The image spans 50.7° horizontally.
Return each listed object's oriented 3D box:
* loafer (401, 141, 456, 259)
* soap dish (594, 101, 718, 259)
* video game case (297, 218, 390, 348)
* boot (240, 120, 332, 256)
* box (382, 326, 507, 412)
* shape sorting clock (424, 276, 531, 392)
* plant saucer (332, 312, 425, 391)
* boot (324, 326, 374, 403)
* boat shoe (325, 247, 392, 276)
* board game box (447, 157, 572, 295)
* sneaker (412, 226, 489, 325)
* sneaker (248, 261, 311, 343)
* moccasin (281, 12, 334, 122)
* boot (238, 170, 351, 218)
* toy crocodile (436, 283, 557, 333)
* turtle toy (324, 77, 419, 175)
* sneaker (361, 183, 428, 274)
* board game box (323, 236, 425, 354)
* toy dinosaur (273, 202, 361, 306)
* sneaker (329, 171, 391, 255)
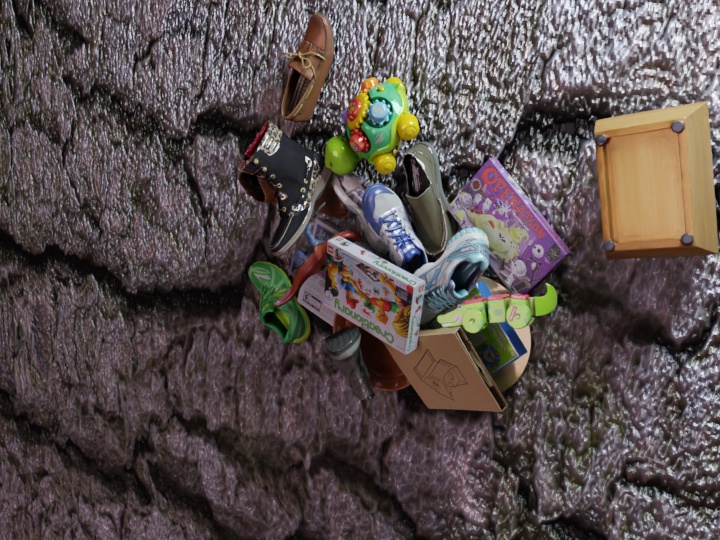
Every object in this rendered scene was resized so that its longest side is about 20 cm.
[{"bbox_3d":[0.108,-0.117,1.305,0.074,0.069,0.206,-16,88,40],"label":"loafer"},{"bbox_3d":[0.402,-0.117,1.051,0.154,0.080,0.206,-2,98,40],"label":"soap dish"},{"bbox_3d":[-0.033,0.023,1.481,0.198,0.023,0.187,31,117,33],"label":"video game case"},{"bbox_3d":[-0.146,-0.145,1.334,0.073,0.149,0.203,8,67,61],"label":"boot"},{"bbox_3d":[0.140,0.170,1.289,0.198,0.021,0.165,-12,116,55],"label":"box"},{"bbox_3d":[0.198,0.111,1.292,0.196,0.039,0.206,7,103,34],"label":"shape sorting clock"},{"bbox_3d":[0.040,0.123,1.411,0.195,0.032,0.206,10,111,26],"label":"plant saucer"},{"bbox_3d":[-0.007,0.171,1.343,0.066,0.200,0.133,-27,91,-4],"label":"boot"},{"bbox_3d":[-0.002,0.002,1.361,0.198,0.073,0.069,20,137,54],"label":"boat shoe"},{"bbox_3d":[0.238,-0.067,1.235,0.120,0.032,0.202,-47,68,31],"label":"board game box"},{"bbox_3d":[0.136,0.024,1.237,0.201,0.076,0.087,-53,24,28],"label":"sneaker"},{"bbox_3d":[-0.176,0.063,1.567,0.202,0.083,0.074,54,127,19],"label":"sneaker"},{"bbox_3d":[-0.105,-0.380,1.428,0.073,0.077,0.205,40,121,26],"label":"moccasin"},{"bbox_3d":[-0.122,-0.150,1.435,0.199,0.153,0.078,37,119,28],"label":"boot"},{"bbox_3d":[0.217,0.063,1.209,0.195,0.067,0.064,-9,88,26],"label":"toy crocodile"},{"bbox_3d":[0.013,-0.243,1.307,0.201,0.099,0.148,-53,35,33],"label":"turtle toy"},{"bbox_3d":[0.072,-0.057,1.297,0.203,0.074,0.088,59,172,-22],"label":"sneaker"},{"bbox_3d":[0.019,0.039,1.280,0.198,0.034,0.129,28,126,35],"label":"board game box"},{"bbox_3d":[-0.067,-0.021,1.398,0.180,0.103,0.206,-5,70,65],"label":"toy dinosaur"},{"bbox_3d":[0.021,-0.134,1.384,0.085,0.077,0.202,-39,80,27],"label":"sneaker"}]
